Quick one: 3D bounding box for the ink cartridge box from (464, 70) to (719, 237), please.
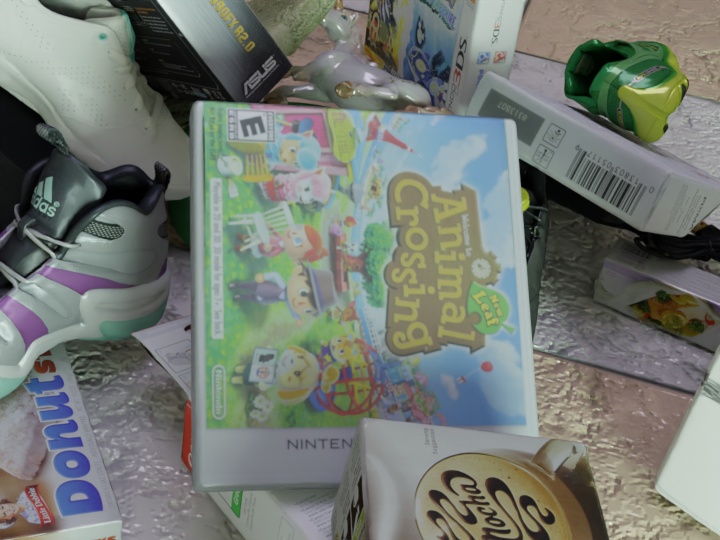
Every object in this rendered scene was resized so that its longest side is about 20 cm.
[{"bbox_3d":[0.189,-0.079,0.911,0.162,0.057,0.200,35,12,30],"label":"ink cartridge box"}]

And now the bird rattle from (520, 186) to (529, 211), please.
[{"bbox_3d":[0.000,0.000,0.748,0.199,0.113,0.163,-4,20,-6],"label":"bird rattle"}]

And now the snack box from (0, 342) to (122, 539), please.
[{"bbox_3d":[-0.191,0.083,0.685,0.071,0.024,0.200,-5,36,-24],"label":"snack box"}]

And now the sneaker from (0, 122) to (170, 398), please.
[{"bbox_3d":[-0.186,-0.014,0.678,0.078,0.141,0.200,31,36,26],"label":"sneaker"}]

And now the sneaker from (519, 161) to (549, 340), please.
[{"bbox_3d":[0.093,-0.007,0.837,0.075,0.091,0.200,15,35,-2],"label":"sneaker"}]

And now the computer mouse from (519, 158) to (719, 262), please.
[{"bbox_3d":[0.217,-0.057,0.963,0.140,0.046,0.200,7,18,-34],"label":"computer mouse"}]

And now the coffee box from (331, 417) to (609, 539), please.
[{"bbox_3d":[0.050,0.164,0.512,0.112,0.080,0.201,8,37,-9],"label":"coffee box"}]

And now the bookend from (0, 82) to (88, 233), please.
[{"bbox_3d":[-0.273,-0.116,0.808,0.199,0.092,0.200,41,26,-22],"label":"bookend"}]

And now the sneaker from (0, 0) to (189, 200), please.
[{"bbox_3d":[-0.165,-0.126,0.790,0.200,0.088,0.075,39,27,-25],"label":"sneaker"}]

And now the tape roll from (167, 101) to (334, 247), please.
[{"bbox_3d":[-0.043,-0.060,0.916,0.199,0.048,0.201,7,34,-5],"label":"tape roll"}]

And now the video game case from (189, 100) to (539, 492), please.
[{"bbox_3d":[0.002,0.012,0.643,0.181,0.022,0.201,1,76,-15],"label":"video game case"}]

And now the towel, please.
[{"bbox_3d":[-0.115,-0.159,0.949,0.199,0.037,0.149,-6,38,49],"label":"towel"}]

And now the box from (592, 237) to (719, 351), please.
[{"bbox_3d":[0.263,0.036,0.866,0.199,0.039,0.041,23,36,19],"label":"box"}]

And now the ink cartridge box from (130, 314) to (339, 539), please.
[{"bbox_3d":[-0.037,0.093,0.691,0.109,0.051,0.200,-17,41,-34],"label":"ink cartridge box"}]

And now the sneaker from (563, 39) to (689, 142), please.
[{"bbox_3d":[0.205,-0.158,0.975,0.083,0.074,0.200,29,14,-5],"label":"sneaker"}]

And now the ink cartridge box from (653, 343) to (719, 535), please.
[{"bbox_3d":[0.262,0.046,0.705,0.085,0.201,0.145,34,40,24],"label":"ink cartridge box"}]

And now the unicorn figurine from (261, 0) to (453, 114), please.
[{"bbox_3d":[-0.008,-0.152,0.969,0.200,0.074,0.137,44,39,20],"label":"unicorn figurine"}]

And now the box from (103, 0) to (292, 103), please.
[{"bbox_3d":[-0.152,-0.186,0.811,0.048,0.159,0.200,-48,34,-16],"label":"box"}]

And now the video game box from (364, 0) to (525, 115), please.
[{"bbox_3d":[0.061,-0.189,1.015,0.047,0.183,0.200,-5,36,-22],"label":"video game box"}]
